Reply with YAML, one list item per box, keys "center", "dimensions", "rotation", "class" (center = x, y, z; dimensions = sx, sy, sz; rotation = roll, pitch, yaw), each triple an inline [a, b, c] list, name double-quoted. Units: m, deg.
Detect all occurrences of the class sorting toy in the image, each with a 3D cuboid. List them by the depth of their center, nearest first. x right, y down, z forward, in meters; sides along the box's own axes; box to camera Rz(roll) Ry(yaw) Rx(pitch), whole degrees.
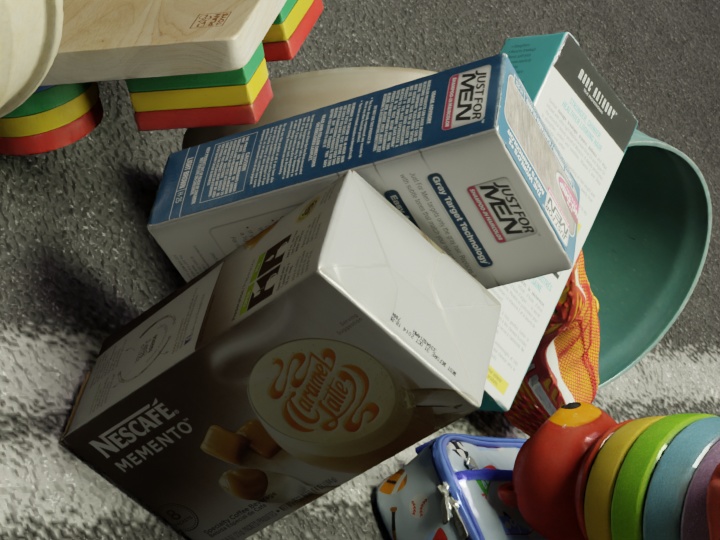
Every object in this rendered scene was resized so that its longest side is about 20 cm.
- center: [-0.127, -0.135, 1.156]
  dimensions: [0.200, 0.197, 0.070]
  rotation: [-66, 149, -55]
  class: "sorting toy"

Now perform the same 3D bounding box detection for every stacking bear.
- center: [0.168, 0.126, 1.150]
  dimensions: [0.121, 0.199, 0.115]
  rotation: [-24, 110, -37]
  class: "stacking bear"

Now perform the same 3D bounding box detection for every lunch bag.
- center: [0.101, 0.172, 1.262]
  dimensions: [0.199, 0.075, 0.161]
  rotation: [12, 47, -52]
  class: "lunch bag"

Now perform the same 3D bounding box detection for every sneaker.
- center: [0.117, 0.025, 1.305]
  dimensions: [0.073, 0.201, 0.077]
  rotation: [17, 54, 19]
  class: "sneaker"

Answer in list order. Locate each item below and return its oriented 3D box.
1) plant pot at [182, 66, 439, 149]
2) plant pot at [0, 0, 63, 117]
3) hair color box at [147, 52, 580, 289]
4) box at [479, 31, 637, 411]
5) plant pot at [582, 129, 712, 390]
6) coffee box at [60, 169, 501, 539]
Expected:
- center: [0.000, 0.000, 1.204]
  dimensions: [0.199, 0.199, 0.175]
  rotation: [16, 62, -48]
  class: "plant pot"
- center: [-0.258, -0.086, 0.918]
  dimensions: [0.200, 0.200, 0.184]
  rotation: [42, 42, -20]
  class: "plant pot"
- center: [0.002, -0.032, 1.055]
  dimensions: [0.100, 0.199, 0.061]
  rotation: [56, 31, -37]
  class: "hair color box"
- center: [0.081, -0.028, 1.138]
  dimensions: [0.082, 0.049, 0.201]
  rotation: [45, 60, -35]
  class: "box"
- center: [0.122, -0.027, 1.410]
  dimensions: [0.200, 0.201, 0.134]
  rotation: [22, 15, -44]
  class: "plant pot"
- center: [-0.042, 0.051, 1.043]
  dimensions: [0.114, 0.200, 0.080]
  rotation: [42, 38, -22]
  class: "coffee box"
